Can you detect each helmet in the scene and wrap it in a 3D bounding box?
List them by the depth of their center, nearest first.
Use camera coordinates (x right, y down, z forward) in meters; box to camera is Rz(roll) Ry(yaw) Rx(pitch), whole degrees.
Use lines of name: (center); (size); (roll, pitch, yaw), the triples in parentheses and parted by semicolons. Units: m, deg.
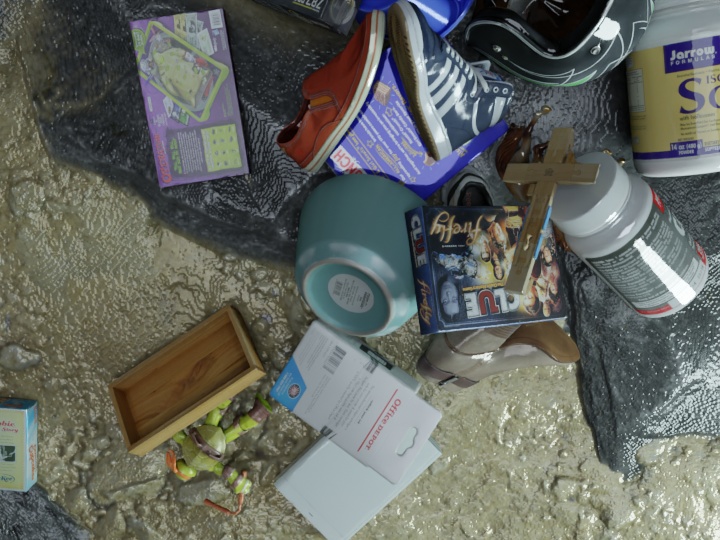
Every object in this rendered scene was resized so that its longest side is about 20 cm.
helmet: (0.223, -0.299, 0.811); (0.187, 0.200, 0.204); (16, 100, 6)

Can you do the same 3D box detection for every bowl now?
bowl: (0.000, 0.000, 0.867); (0.197, 0.106, 0.203); (15, 134, 15)

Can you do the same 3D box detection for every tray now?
tray: (-0.226, 0.142, 0.951); (0.198, 0.037, 0.100); (-33, 63, 5)

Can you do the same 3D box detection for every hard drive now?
hard drive: (-0.004, 0.267, 1.004); (0.200, 0.026, 0.132); (-44, 98, 8)

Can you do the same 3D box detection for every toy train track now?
toy train track: (0.205, -0.064, 0.822); (0.032, 0.113, 0.203); (35, 69, -45)

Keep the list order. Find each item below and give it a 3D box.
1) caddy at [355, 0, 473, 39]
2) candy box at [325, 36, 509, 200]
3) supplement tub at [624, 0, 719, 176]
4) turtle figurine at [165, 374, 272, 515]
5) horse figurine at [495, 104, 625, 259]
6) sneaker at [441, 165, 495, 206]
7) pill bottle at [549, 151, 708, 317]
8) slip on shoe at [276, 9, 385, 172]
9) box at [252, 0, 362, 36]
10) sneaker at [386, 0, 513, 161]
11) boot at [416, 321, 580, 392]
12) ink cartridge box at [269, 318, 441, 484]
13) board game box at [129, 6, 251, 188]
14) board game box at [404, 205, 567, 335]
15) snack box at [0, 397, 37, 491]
caddy: (0.047, -0.333, 0.818); (0.104, 0.199, 0.143); (15, 106, -45)
candy box: (0.050, -0.176, 0.898); (0.199, 0.077, 0.170); (-38, 100, 5)
supplement tub: (0.385, -0.220, 0.856); (0.142, 0.146, 0.204); (-9, 101, 1)
turtle figurine: (-0.204, 0.215, 0.971); (0.199, 0.064, 0.162); (40, 91, 5)
horse figurine: (0.236, -0.115, 0.911); (0.198, 0.050, 0.133); (26, 117, -22)
sneaker: (0.146, -0.028, 0.925); (0.072, 0.080, 0.204); (-16, 102, 0)
pill bottle: (0.315, -0.042, 0.875); (0.199, 0.114, 0.114); (38, 98, -28)
slip on shoe: (-0.032, -0.192, 0.790); (0.060, 0.075, 0.201); (23, 130, -18)
box: (-0.052, -0.364, 0.812); (0.049, 0.199, 0.163); (18, 102, -45)
sneaker: (0.099, -0.216, 0.783); (0.107, 0.071, 0.201); (-26, 140, 0)
boot: (0.172, 0.111, 0.949); (0.198, 0.071, 0.146); (26, 127, -33)
ink cartridge box: (-0.002, 0.164, 0.941); (0.198, 0.067, 0.117); (35, 97, 7)
board game box: (-0.210, -0.213, 0.915); (0.117, 0.032, 0.204); (-8, 99, -3)
board game box: (0.147, -0.004, 0.841); (0.197, 0.034, 0.139); (-3, 82, -32)
snack box: (-0.539, 0.228, 0.988); (0.195, 0.037, 0.119); (5, 101, -1)
